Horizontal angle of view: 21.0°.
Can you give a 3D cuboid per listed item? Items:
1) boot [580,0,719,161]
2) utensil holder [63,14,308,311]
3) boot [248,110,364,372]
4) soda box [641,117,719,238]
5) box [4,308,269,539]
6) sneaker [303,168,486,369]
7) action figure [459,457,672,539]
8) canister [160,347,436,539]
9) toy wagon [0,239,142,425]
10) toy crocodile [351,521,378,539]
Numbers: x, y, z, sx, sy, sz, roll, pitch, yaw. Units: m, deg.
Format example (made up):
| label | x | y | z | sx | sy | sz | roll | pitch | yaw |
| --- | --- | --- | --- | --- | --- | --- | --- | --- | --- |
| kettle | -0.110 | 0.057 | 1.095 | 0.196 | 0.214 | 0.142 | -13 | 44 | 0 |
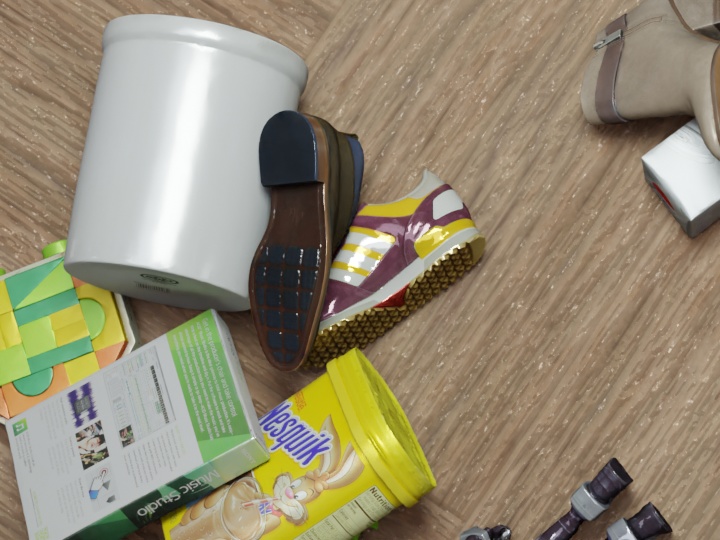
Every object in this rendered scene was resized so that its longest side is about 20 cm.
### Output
| label | x | y | z | sx | sy | sz | roll | pitch | yaw |
| --- | --- | --- | --- | --- | --- | --- | --- | --- | --- |
| boot | 0.238 | -0.143 | 1.516 | 0.146 | 0.070 | 0.201 | -18 | 39 | 35 |
| utensil holder | -0.142 | -0.082 | 1.558 | 0.169 | 0.170 | 0.201 | 8 | 78 | 12 |
| boot | -0.032 | -0.022 | 1.526 | 0.074 | 0.097 | 0.201 | 5 | 93 | 32 |
| soda box | 0.321 | -0.116 | 1.538 | 0.200 | 0.063 | 0.068 | -36 | 75 | 2 |
| box | -0.178 | 0.133 | 1.528 | 0.199 | 0.036 | 0.145 | -29 | 47 | 8 |
| sneaker | 0.000 | 0.000 | 1.577 | 0.199 | 0.075 | 0.090 | -32 | 66 | -3 |
| action figure | 0.143 | 0.236 | 1.504 | 0.200 | 0.069 | 0.130 | -38 | 82 | 5 |
| canister | -0.054 | 0.169 | 1.515 | 0.200 | 0.087 | 0.149 | -35 | 30 | 5 |
| toy wagon | -0.284 | 0.069 | 1.627 | 0.199 | 0.040 | 0.156 | -20 | 76 | 6 |
| toy crocodile | -0.030 | 0.280 | 1.531 | 0.067 | 0.062 | 0.201 | -6 | 73 | 49 |
